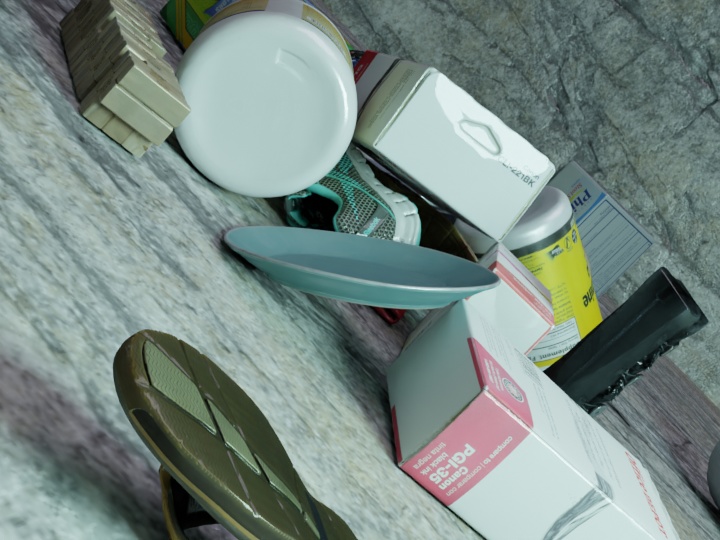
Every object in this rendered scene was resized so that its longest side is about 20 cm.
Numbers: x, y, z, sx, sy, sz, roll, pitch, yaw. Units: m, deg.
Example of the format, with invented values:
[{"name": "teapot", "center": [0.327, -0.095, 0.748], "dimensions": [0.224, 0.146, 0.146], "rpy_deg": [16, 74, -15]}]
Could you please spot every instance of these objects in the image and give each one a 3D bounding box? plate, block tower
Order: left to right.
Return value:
[{"name": "block tower", "center": [-0.177, -0.153, 1.017], "dimensions": [0.058, 0.054, 0.200], "rpy_deg": [39, 12, -30]}, {"name": "plate", "center": [0.000, 0.000, 0.983], "dimensions": [0.199, 0.026, 0.200], "rpy_deg": [8, 10, -1]}]

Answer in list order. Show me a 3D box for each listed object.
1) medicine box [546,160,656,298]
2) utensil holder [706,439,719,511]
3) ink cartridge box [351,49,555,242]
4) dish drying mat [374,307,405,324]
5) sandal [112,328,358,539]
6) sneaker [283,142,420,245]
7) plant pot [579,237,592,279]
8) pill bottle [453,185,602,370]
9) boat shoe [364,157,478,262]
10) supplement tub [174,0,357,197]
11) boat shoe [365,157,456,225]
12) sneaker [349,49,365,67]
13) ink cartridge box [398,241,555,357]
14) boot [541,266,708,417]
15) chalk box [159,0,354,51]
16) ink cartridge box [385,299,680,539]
[{"name": "medicine box", "center": [0.347, -0.048, 2.237], "dimensions": [0.200, 0.182, 0.103], "rpy_deg": [33, 15, -48]}, {"name": "utensil holder", "center": [0.539, 0.288, 1.745], "dimensions": [0.170, 0.170, 0.200], "rpy_deg": [42, 9, -12]}, {"name": "ink cartridge box", "center": [0.062, -0.113, 1.214], "dimensions": [0.144, 0.084, 0.200], "rpy_deg": [36, 1, -19]}, {"name": "dish drying mat", "center": [0.019, 0.001, 1.266], "dimensions": [0.077, 0.018, 0.200], "rpy_deg": [44, 11, -1]}, {"name": "sandal", "center": [-0.046, 0.106, 0.568], "dimensions": [0.200, 0.054, 0.082], "rpy_deg": [55, 8, -41]}, {"name": "sneaker", "center": [-0.033, -0.066, 1.190], "dimensions": [0.091, 0.078, 0.200], "rpy_deg": [3, 23, -36]}, {"name": "plant pot", "center": [0.183, -0.005, 1.472], "dimensions": [0.201, 0.092, 0.202], "rpy_deg": [157, -90, -81]}, {"name": "pill bottle", "center": [0.166, 0.030, 1.309], "dimensions": [0.113, 0.112, 0.201], "rpy_deg": [-108, 179, -67]}, {"name": "boat shoe", "center": [0.045, -0.038, 1.269], "dimensions": [0.200, 0.074, 0.066], "rpy_deg": [47, 14, 16]}, {"name": "supplement tub", "center": [-0.076, -0.149, 1.136], "dimensions": [0.144, 0.144, 0.200], "rpy_deg": [42, 11, -12]}, {"name": "boat shoe", "center": [0.023, -0.054, 1.380], "dimensions": [0.199, 0.091, 0.071], "rpy_deg": [14, 18, -12]}, {"name": "sneaker", "center": [-0.062, -0.160, 1.306], "dimensions": [0.199, 0.079, 0.075], "rpy_deg": [-2, 31, -26]}, {"name": "ink cartridge box", "center": [0.095, 0.045, 1.122], "dimensions": [0.067, 0.117, 0.200], "rpy_deg": [43, 11, -1]}, {"name": "boot", "center": [0.185, 0.081, 1.100], "dimensions": [0.066, 0.200, 0.165], "rpy_deg": [46, 11, 10]}, {"name": "chalk box", "center": [-0.095, -0.230, 1.419], "dimensions": [0.124, 0.125, 0.200], "rpy_deg": [34, 14, -46]}, {"name": "ink cartridge box", "center": [0.118, 0.134, 0.958], "dimensions": [0.200, 0.083, 0.147], "rpy_deg": [42, 14, -17]}]
